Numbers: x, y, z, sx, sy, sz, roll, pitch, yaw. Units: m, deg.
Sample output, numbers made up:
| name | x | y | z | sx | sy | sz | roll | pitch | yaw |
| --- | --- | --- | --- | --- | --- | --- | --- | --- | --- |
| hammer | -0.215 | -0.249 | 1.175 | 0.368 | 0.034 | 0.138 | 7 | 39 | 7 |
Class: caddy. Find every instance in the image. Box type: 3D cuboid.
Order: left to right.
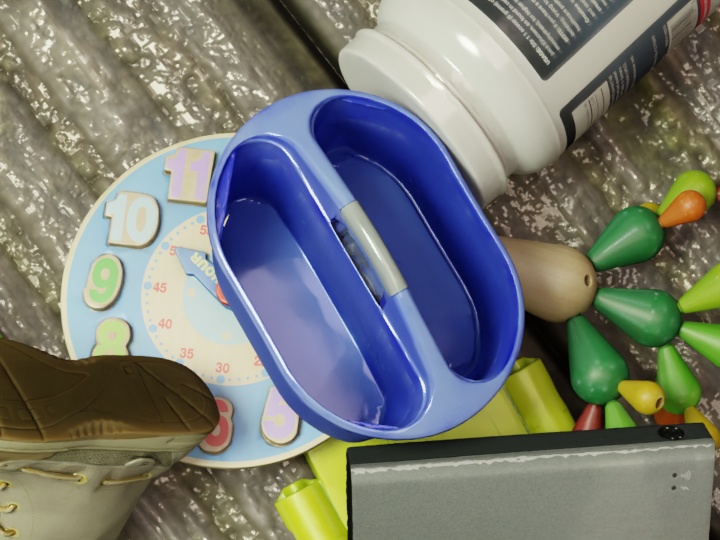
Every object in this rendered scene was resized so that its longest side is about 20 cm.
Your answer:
| name | x | y | z | sx | sy | sz | roll | pitch | yaw |
| --- | --- | --- | --- | --- | --- | --- | --- | --- | --- |
| caddy | 0.000 | 0.000 | 0.929 | 0.141 | 0.105 | 0.200 | -29 | 81 | -16 |

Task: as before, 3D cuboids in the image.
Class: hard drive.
| name | x | y | z | sx | sy | sz | roll | pitch | yaw |
| --- | --- | --- | --- | --- | --- | --- | --- | --- | --- |
| hard drive | 0.092 | 0.156 | 0.951 | 0.200 | 0.033 | 0.140 | -3 | 115 | -5 |

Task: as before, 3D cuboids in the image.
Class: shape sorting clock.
| name | x | y | z | sx | sy | sz | roll | pitch | yaw |
| --- | --- | --- | --- | --- | --- | --- | --- | --- | --- |
| shape sorting clock | -0.074 | 0.015 | 0.991 | 0.200 | 0.039 | 0.200 | 0 | 72 | 0 |

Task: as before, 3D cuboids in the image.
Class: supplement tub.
| name | x | y | z | sx | sy | sz | roll | pitch | yaw |
| --- | --- | --- | --- | --- | --- | --- | --- | --- | --- |
| supplement tub | 0.100 | -0.146 | 0.994 | 0.200 | 0.140 | 0.140 | -43 | 90 | -9 |

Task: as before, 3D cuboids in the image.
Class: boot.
| name | x | y | z | sx | sy | sz | roll | pitch | yaw |
| --- | --- | --- | --- | --- | --- | --- | --- | --- | --- |
| boot | -0.191 | 0.110 | 0.906 | 0.200 | 0.155 | 0.072 | 7 | 42 | -39 |

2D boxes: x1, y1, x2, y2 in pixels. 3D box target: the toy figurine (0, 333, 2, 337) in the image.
| name | x | y | z | sx | sy | sz | roll | pitch | yaw |
| --- | --- | --- | --- | --- | --- | --- | --- | --- | --- |
| toy figurine | -0.321 | 0.049 | 0.946 | 0.184 | 0.150 | 0.200 | -41 | 69 | 1 |

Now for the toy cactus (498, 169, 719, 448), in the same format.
| name | x | y | z | sx | sy | sz | roll | pitch | yaw |
| --- | --- | --- | --- | --- | --- | --- | --- | --- | --- |
| toy cactus | 0.151 | 0.019 | 1.010 | 0.165 | 0.102 | 0.200 | 19 | 78 | 1 |

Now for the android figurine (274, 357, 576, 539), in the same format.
| name | x | y | z | sx | sy | sz | roll | pitch | yaw |
| --- | --- | --- | --- | --- | --- | --- | --- | --- | --- |
| android figurine | 0.046 | 0.128 | 1.011 | 0.182 | 0.041 | 0.200 | -26 | 86 | -9 |
